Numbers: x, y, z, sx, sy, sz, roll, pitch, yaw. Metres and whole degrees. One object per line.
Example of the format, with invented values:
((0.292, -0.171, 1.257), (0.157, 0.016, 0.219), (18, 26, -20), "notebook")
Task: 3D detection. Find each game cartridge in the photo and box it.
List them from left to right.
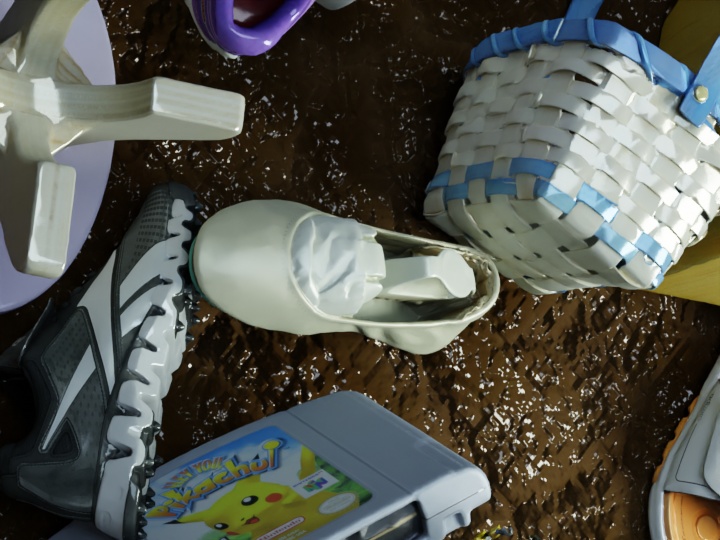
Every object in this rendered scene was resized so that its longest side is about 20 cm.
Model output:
((-0.054, 0.124, 1.396), (0.200, 0.133, 0.041), (-27, 115, -22), "game cartridge")

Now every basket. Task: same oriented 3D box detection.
((0.132, -0.088, 1.526), (0.139, 0.176, 0.200), (32, 75, -23), "basket")

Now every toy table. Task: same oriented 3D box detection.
((-0.161, -0.084, 1.392), (0.184, 0.117, 0.200), (-2, 82, -29), "toy table")

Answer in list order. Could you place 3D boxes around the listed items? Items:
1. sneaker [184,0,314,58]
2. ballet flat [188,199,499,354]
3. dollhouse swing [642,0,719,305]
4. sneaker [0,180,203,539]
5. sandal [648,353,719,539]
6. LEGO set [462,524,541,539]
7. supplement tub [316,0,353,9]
((-0.009, -0.183, 1.367), (0.081, 0.083, 0.200), (26, 100, -17), "sneaker")
((0.000, 0.000, 1.453), (0.200, 0.069, 0.070), (10, 74, -52), "ballet flat")
((0.277, -0.075, 1.588), (0.176, 0.182, 0.200), (18, 70, -24), "dollhouse swing")
((-0.129, 0.035, 1.411), (0.090, 0.066, 0.200), (9, 56, 3), "sneaker")
((0.220, 0.084, 1.599), (0.079, 0.059, 0.207), (30, 67, -20), "sandal")
((0.016, 0.170, 1.407), (0.154, 0.200, 0.116), (-39, 99, -8), "LEGO set")
((-0.059, -0.237, 1.462), (0.200, 0.145, 0.145), (35, 65, -18), "supplement tub")
